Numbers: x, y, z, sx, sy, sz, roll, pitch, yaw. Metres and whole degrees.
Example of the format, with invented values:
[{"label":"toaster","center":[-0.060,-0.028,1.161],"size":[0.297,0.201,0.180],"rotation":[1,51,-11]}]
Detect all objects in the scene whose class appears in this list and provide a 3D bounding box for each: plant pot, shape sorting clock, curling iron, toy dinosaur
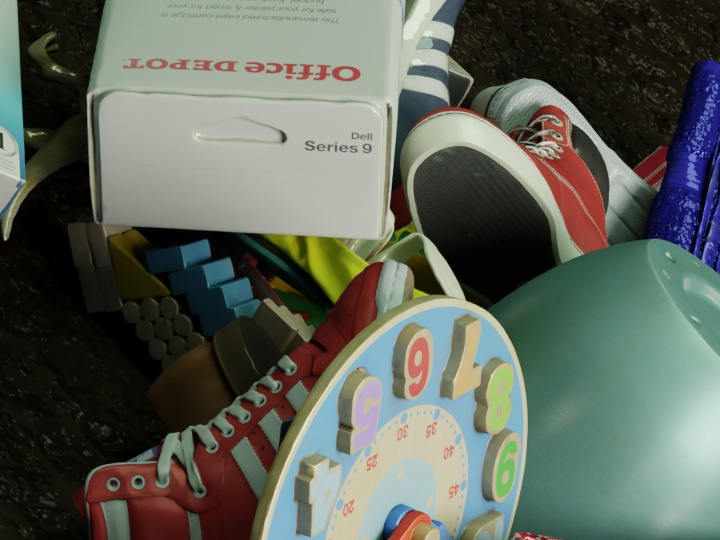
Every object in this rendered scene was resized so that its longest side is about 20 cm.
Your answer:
[{"label":"plant pot","center":[0.130,0.083,1.466],"size":[0.201,0.161,0.201],"rotation":[40,19,-17]},{"label":"shape sorting clock","center":[0.016,0.108,1.285],"size":[0.039,0.200,0.200],"rotation":[22,20,30]},{"label":"curling iron","center":[-0.060,0.001,1.542],"size":[0.026,0.050,0.200],"rotation":[-31,57,-14]},{"label":"toy dinosaur","center":[-0.135,-0.073,1.517],"size":[0.101,0.058,0.200],"rotation":[32,26,27]}]

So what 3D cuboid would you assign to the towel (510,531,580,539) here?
[{"label":"towel","center":[0.108,0.178,1.372],"size":[0.200,0.145,0.022],"rotation":[5,32,-43]}]

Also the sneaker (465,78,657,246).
[{"label":"sneaker","center":[0.134,-0.035,1.744],"size":[0.200,0.073,0.071],"rotation":[54,-11,-21]}]

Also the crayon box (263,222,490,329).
[{"label":"crayon box","center":[0.007,-0.028,1.642],"size":[0.127,0.051,0.200],"rotation":[22,34,-26]}]

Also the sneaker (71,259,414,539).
[{"label":"sneaker","center":[-0.056,0.074,1.314],"size":[0.112,0.200,0.071],"rotation":[22,-8,2]}]

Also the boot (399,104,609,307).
[{"label":"boot","center":[0.080,-0.055,1.601],"size":[0.200,0.072,0.144],"rotation":[47,30,-44]}]

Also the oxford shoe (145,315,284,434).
[{"label":"oxford shoe","center":[-0.033,0.125,1.383],"size":[0.200,0.071,0.071],"rotation":[61,13,10]}]

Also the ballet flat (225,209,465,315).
[{"label":"ballet flat","center":[0.000,0.000,1.457],"size":[0.067,0.067,0.200],"rotation":[42,1,-44]}]

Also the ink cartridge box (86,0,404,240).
[{"label":"ink cartridge box","center":[-0.052,-0.109,1.480],"size":[0.145,0.088,0.200],"rotation":[2,36,1]}]

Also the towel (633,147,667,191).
[{"label":"towel","center":[0.235,0.012,1.843],"size":[0.200,0.022,0.145],"rotation":[40,32,8]}]

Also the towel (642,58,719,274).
[{"label":"towel","center":[0.219,-0.005,1.724],"size":[0.148,0.049,0.200],"rotation":[47,48,-37]}]

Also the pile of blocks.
[{"label":"pile of blocks","center":[-0.055,0.032,1.462],"size":[0.200,0.082,0.062],"rotation":[46,31,15]}]

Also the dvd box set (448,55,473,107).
[{"label":"dvd box set","center":[-0.040,-0.163,1.739],"size":[0.146,0.029,0.200],"rotation":[16,21,-39]}]

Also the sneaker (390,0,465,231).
[{"label":"sneaker","center":[0.023,-0.097,1.616],"size":[0.085,0.075,0.200],"rotation":[56,41,-29]}]

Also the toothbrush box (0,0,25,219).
[{"label":"toothbrush box","center":[-0.245,-0.099,1.440],"size":[0.146,0.085,0.200],"rotation":[23,31,-23]}]
